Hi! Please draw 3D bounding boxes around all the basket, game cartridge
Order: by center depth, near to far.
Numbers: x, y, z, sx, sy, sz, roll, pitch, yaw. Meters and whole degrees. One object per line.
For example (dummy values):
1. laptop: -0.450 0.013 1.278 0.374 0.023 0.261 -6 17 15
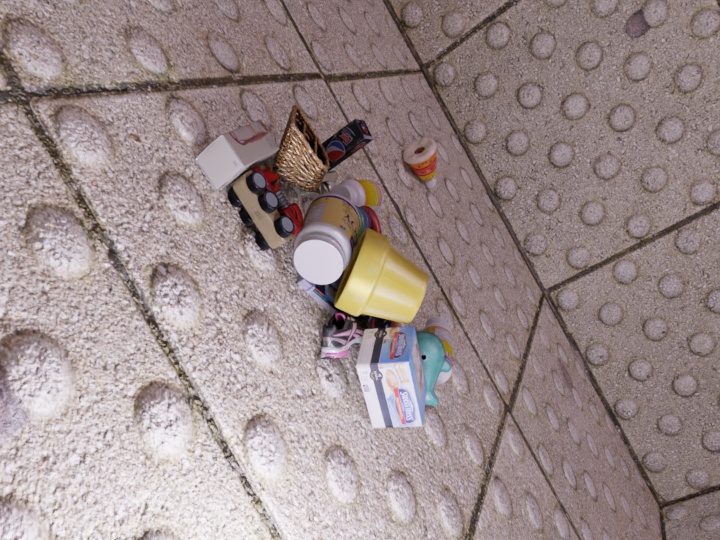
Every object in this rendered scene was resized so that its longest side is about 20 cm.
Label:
1. game cartridge: -0.084 0.037 1.690 0.199 0.038 0.132 42 28 -35
2. basket: -0.137 -0.310 1.705 0.139 0.152 0.201 21 23 -12

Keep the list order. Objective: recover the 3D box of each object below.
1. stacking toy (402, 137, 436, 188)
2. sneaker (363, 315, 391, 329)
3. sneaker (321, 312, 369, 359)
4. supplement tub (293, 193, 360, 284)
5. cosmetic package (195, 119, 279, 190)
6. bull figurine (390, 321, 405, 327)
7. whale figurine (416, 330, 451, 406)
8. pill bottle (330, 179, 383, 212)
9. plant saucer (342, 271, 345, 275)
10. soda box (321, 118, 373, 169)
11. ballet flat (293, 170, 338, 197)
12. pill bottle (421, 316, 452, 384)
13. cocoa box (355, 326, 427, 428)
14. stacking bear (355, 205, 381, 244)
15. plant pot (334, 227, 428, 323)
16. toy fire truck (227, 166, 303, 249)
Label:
1. stacking toy: 0.266 -0.416 2.685 0.149 0.142 0.202 -89 156 -46
2. sneaker: 0.040 0.148 1.716 0.074 0.077 0.206 28 73 -37
3. sneaker: -0.034 0.137 1.598 0.200 0.078 0.089 -39 126 -65
4. supplement tub: -0.082 -0.078 1.616 0.146 0.143 0.202 48 30 -23
5. cosmetic package: -0.282 -0.271 1.547 0.088 0.102 0.200 54 25 -8
6. bull figurine: 0.082 0.173 1.759 0.064 0.120 0.205 16 51 -55
7. whale figurine: 0.170 0.268 1.799 0.104 0.153 0.207 58 31 -87
8. pill bottle: -0.014 -0.216 1.977 0.107 0.103 0.199 64 26 6
9. plant saucer: 0.000 0.000 1.796 0.197 0.030 0.201 31 15 -9
10. soda box: -0.063 -0.351 1.909 0.065 0.197 0.070 61 27 6
11. ballet flat: -0.117 -0.235 1.856 0.198 0.069 0.071 -17 78 -55
12. pill bottle: 0.221 0.229 1.964 0.105 0.103 0.202 49 28 -23
13. cocoa box: 0.080 0.255 1.587 0.135 0.127 0.205 -71 152 -55
14. stacking bear: -0.049 -0.121 1.821 0.197 0.119 0.118 -6 95 -49
15. plant pot: 0.057 0.030 1.602 0.184 0.204 0.203 24 34 -5
16. toy fire truck: -0.207 -0.164 1.586 0.178 0.127 0.200 56 36 -10
